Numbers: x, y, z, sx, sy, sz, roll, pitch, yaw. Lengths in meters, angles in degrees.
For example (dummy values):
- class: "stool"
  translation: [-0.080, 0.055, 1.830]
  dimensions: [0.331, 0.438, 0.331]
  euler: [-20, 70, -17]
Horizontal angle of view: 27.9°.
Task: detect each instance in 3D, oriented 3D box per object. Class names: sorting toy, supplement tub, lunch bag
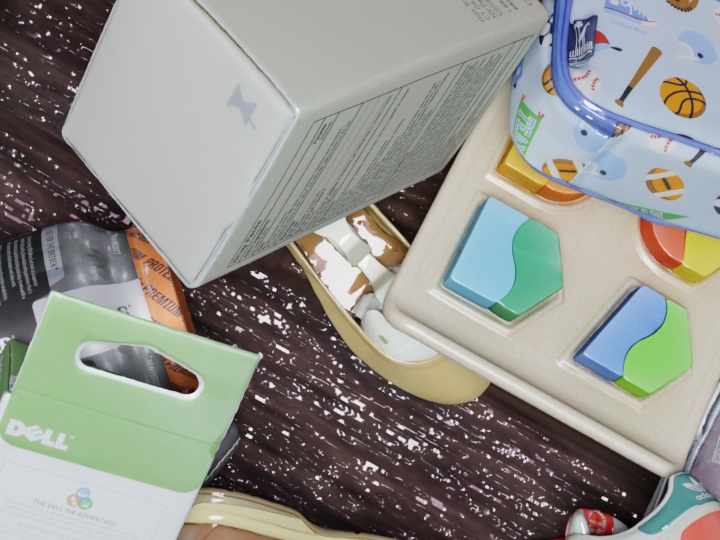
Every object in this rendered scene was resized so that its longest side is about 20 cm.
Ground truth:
- class: "sorting toy"
  translation: [0.131, -0.013, 0.795]
  dimensions: [0.185, 0.036, 0.200]
  euler: [29, 67, -4]
- class: "supplement tub"
  translation: [-0.188, 0.048, 0.760]
  dimensions: [0.200, 0.123, 0.123]
  euler: [-17, 91, -4]
- class: "lunch bag"
  translation: [0.176, -0.104, 0.785]
  dimensions: [0.200, 0.076, 0.160]
  euler: [20, 55, -12]

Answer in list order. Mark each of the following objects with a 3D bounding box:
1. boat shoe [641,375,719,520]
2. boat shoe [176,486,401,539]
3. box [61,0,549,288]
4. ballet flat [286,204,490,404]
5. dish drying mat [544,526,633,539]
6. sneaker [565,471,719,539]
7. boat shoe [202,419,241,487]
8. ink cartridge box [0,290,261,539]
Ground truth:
- class: "boat shoe"
  translation: [0.198, 0.140, 0.801]
  dimensions: [0.072, 0.068, 0.200]
  euler: [19, 81, 0]
- class: "boat shoe"
  translation: [-0.018, 0.171, 0.766]
  dimensions: [0.200, 0.072, 0.068]
  euler: [20, 68, -23]
- class: "box"
  translation: [-0.025, -0.097, 0.716]
  dimensions: [0.109, 0.128, 0.200]
  euler: [48, 43, 14]
- class: "ballet flat"
  translation: [0.000, 0.000, 0.805]
  dimensions: [0.069, 0.063, 0.200]
  euler: [-44, 93, -2]
- class: "dish drying mat"
  translation: [0.152, 0.187, 0.837]
  dimensions: [0.200, 0.018, 0.077]
  euler: [-8, 88, -3]
- class: "sneaker"
  translation: [0.127, 0.183, 0.783]
  dimensions: [0.200, 0.070, 0.093]
  euler: [-42, 54, 31]
- class: "boat shoe"
  translation: [-0.134, 0.156, 0.793]
  dimensions: [0.200, 0.072, 0.065]
  euler: [-46, 107, -8]
- class: "ink cartridge box"
  translation: [-0.136, 0.098, 0.692]
  dimensions: [0.104, 0.059, 0.200]
  euler: [20, 108, -19]
